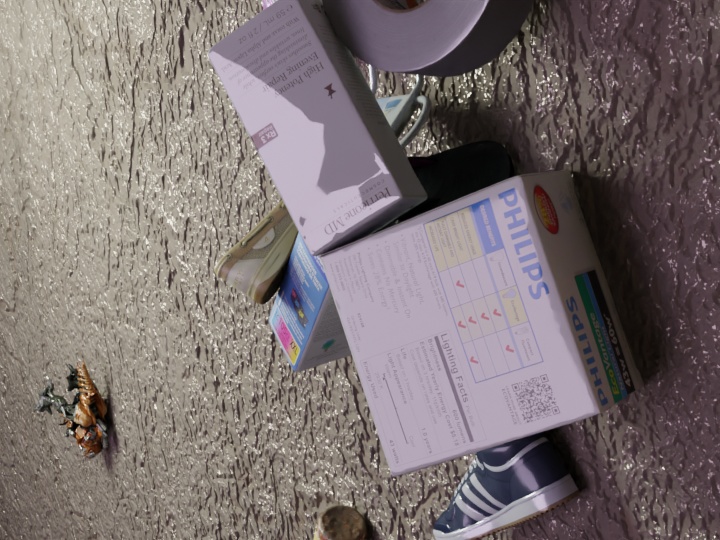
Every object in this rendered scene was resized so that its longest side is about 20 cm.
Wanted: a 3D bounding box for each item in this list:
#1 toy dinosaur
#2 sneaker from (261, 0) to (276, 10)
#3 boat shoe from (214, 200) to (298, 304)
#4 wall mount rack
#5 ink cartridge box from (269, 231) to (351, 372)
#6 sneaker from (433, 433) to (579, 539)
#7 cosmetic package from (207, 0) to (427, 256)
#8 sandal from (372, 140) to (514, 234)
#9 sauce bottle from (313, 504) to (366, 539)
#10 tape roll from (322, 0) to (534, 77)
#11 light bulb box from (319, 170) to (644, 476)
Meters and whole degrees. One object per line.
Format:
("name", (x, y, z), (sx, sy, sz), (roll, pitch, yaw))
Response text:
("toy dinosaur", (-0.474, 0.232, 2.286), (0.135, 0.102, 0.202), (34, 116, 27))
("sneaker", (-0.089, -0.291, 1.388), (0.114, 0.072, 0.203), (-22, 85, 63))
("boat shoe", (-0.074, -0.057, 1.361), (0.063, 0.202, 0.073), (28, 153, 6))
("wall mount rack", (0.009, -0.176, 1.245), (0.074, 0.175, 0.200), (35, 171, -21))
("ink cartridge box", (0.000, 0.000, 1.317), (0.077, 0.135, 0.201), (58, 146, 26))
("sneaker", (0.120, 0.194, 1.279), (0.200, 0.070, 0.109), (-36, 79, 51))
("cosmetic package", (-0.037, -0.124, 1.135), (0.101, 0.074, 0.202), (-31, 82, 20))
("sandal", (0.038, -0.075, 1.195), (0.198, 0.048, 0.076), (-19, 64, 19))
("sauce bottle", (-0.034, 0.375, 1.632), (0.066, 0.065, 0.202), (47, 143, 36))
("tape roll", (0.056, -0.264, 1.103), (0.199, 0.066, 0.203), (4, 96, 42))
("light bulb box", (0.102, 0.043, 1.110), (0.198, 0.124, 0.201), (-21, 86, 29))
